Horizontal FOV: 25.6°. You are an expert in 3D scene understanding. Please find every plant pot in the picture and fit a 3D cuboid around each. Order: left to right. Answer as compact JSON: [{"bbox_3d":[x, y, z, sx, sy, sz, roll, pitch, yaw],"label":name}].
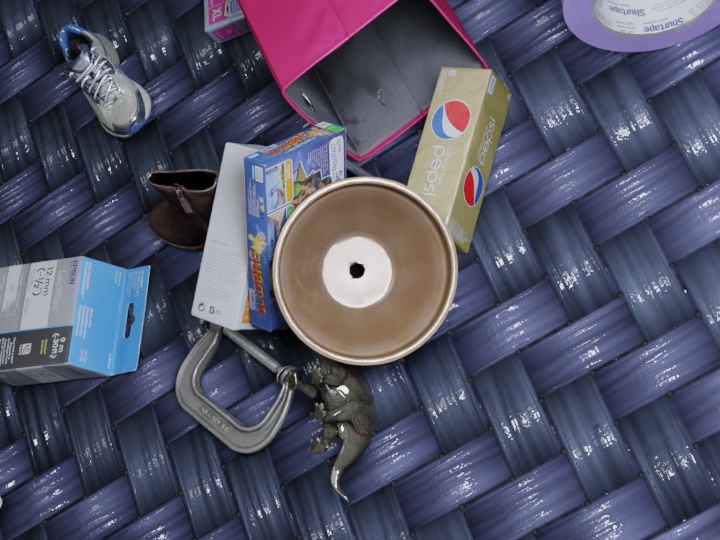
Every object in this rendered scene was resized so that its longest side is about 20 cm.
[{"bbox_3d":[0.000,0.000,1.723,0.199,0.093,0.203,0,91,-8],"label":"plant pot"}]

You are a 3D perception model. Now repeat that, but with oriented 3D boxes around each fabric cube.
[{"bbox_3d":[-0.006,-0.288,1.843,0.199,0.196,0.200,-35,56,12],"label":"fabric cube"}]

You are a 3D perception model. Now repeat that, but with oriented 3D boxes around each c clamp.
[{"bbox_3d":[-0.140,0.111,1.849,0.171,0.027,0.200,-50,54,1],"label":"c clamp"}]

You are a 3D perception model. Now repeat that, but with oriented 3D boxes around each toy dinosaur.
[{"bbox_3d":[-0.017,0.145,1.728,0.077,0.102,0.201,-38,65,45],"label":"toy dinosaur"}]

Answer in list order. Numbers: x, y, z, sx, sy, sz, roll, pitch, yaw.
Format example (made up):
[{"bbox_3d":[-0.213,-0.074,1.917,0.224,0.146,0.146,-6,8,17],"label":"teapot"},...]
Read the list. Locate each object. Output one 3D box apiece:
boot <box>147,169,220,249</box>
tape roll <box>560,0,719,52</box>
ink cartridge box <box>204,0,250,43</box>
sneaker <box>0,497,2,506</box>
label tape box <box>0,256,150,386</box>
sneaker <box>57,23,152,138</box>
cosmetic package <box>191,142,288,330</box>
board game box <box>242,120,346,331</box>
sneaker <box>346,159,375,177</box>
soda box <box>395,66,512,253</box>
[{"bbox_3d":[-0.205,-0.084,1.886,0.199,0.166,0.073,4,71,31],"label":"boot"},{"bbox_3d":[0.306,-0.322,1.676,0.199,0.200,0.086,-17,62,22],"label":"tape roll"},{"bbox_3d":[-0.111,-0.379,2.041,0.199,0.042,0.120,-15,63,22],"label":"ink cartridge box"},{"bbox_3d":[-0.527,0.277,1.973,0.199,0.075,0.115,36,88,31],"label":"sneaker"},{"bbox_3d":[-0.366,0.060,1.979,0.199,0.066,0.144,-8,65,29],"label":"label tape box"},{"bbox_3d":[-0.348,-0.252,2.092,0.077,0.085,0.200,-43,55,7],"label":"sneaker"},{"bbox_3d":[-0.116,-0.037,1.794,0.071,0.101,0.202,17,100,35],"label":"cosmetic package"},{"bbox_3d":[-0.069,-0.049,1.751,0.034,0.135,0.202,20,123,35],"label":"board game box"},{"bbox_3d":[-0.037,-0.111,1.853,0.199,0.081,0.074,25,82,35],"label":"sneaker"},{"bbox_3d":[0.106,-0.125,1.789,0.067,0.064,0.201,8,73,32],"label":"soda box"}]
